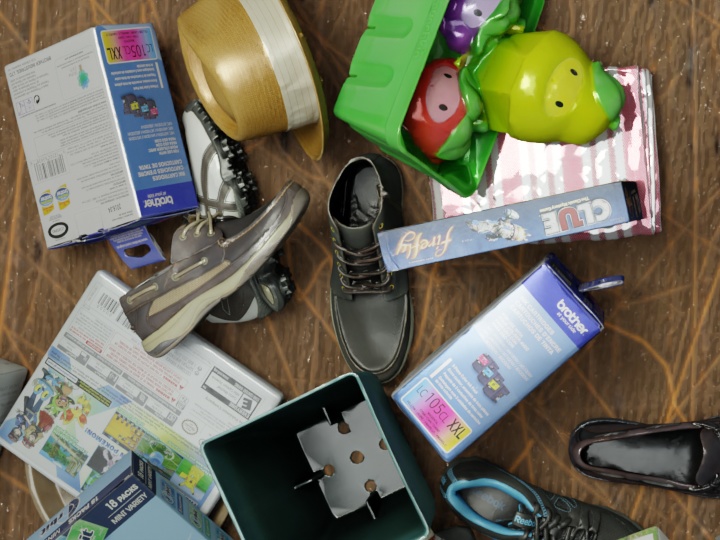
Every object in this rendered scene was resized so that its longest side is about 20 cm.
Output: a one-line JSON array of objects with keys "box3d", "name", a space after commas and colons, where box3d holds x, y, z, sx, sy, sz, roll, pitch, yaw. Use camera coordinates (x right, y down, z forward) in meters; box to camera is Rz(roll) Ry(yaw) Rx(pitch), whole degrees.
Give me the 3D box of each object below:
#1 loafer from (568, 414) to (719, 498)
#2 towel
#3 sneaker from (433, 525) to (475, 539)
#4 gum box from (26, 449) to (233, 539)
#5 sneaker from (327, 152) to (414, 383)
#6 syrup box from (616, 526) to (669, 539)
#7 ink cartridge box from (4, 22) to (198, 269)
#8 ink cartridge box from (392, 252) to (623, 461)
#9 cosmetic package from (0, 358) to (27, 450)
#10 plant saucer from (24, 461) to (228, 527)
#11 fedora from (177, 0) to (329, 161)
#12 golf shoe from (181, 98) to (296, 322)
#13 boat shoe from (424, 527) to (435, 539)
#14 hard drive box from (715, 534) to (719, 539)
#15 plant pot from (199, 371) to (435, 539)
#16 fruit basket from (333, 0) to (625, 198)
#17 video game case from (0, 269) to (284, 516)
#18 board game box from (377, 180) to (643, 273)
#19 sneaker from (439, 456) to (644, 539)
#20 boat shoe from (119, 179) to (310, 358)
[{"box3d": [0.273, 0.158, 1.555, 0.199, 0.063, 0.072, 1, 92, 10], "name": "loafer"}, {"box3d": [0.155, -0.096, 1.589, 0.199, 0.030, 0.147, -4, 91, 13], "name": "towel"}, {"box3d": [0.035, 0.309, 1.588, 0.200, 0.075, 0.116, -34, 69, 19], "name": "sneaker"}, {"box3d": [-0.190, 0.277, 1.603, 0.170, 0.045, 0.200, -40, 114, 12], "name": "gum box"}, {"box3d": [0.000, 0.000, 1.577, 0.074, 0.106, 0.201, -3, 91, 10], "name": "sneaker"}, {"box3d": [0.178, 0.296, 1.539, 0.199, 0.079, 0.082, -25, 122, 21], "name": "syrup box"}, {"box3d": [-0.222, -0.100, 1.601, 0.136, 0.076, 0.201, -14, 88, 44], "name": "ink cartridge box"}, {"box3d": [0.129, 0.058, 1.533, 0.200, 0.136, 0.076, -43, 88, 9], "name": "ink cartridge box"}, {"box3d": [-0.422, 0.156, 1.626, 0.164, 0.165, 0.201, 20, 95, 10], "name": "cosmetic package"}, {"box3d": [-0.203, 0.170, 1.658, 0.199, 0.029, 0.201, 0, 91, 10], "name": "plant saucer"}, {"box3d": [-0.097, -0.173, 1.542, 0.082, 0.201, 0.201, -24, 87, -13], "name": "fedora"}, {"box3d": [-0.131, -0.048, 1.614, 0.094, 0.078, 0.201, -21, 87, 10], "name": "golf shoe"}, {"box3d": [-0.009, 0.274, 1.536, 0.200, 0.071, 0.063, -28, 90, 27], "name": "boat shoe"}, {"box3d": [0.354, 0.281, 1.476, 0.077, 0.200, 0.156, -30, 87, 9], "name": "hard drive box"}, {"box3d": [-0.021, 0.169, 1.539, 0.141, 0.200, 0.142, -26, 87, 9], "name": "plant pot"}, {"box3d": [0.108, -0.164, 1.516, 0.215, 0.155, 0.217, -12, 66, 28], "name": "fruit basket"}, {"box3d": [-0.196, 0.129, 1.631, 0.200, 0.022, 0.183, 34, 97, 6], "name": "video game case"}, {"box3d": [0.125, -0.037, 1.514, 0.199, 0.135, 0.035, -12, 90, 14], "name": "board game box"}, {"box3d": [0.157, 0.222, 1.569, 0.199, 0.082, 0.073, 21, 93, 7], "name": "sneaker"}, {"box3d": [-0.128, -0.011, 1.549, 0.200, 0.075, 0.073, -43, 94, 15], "name": "boat shoe"}]
